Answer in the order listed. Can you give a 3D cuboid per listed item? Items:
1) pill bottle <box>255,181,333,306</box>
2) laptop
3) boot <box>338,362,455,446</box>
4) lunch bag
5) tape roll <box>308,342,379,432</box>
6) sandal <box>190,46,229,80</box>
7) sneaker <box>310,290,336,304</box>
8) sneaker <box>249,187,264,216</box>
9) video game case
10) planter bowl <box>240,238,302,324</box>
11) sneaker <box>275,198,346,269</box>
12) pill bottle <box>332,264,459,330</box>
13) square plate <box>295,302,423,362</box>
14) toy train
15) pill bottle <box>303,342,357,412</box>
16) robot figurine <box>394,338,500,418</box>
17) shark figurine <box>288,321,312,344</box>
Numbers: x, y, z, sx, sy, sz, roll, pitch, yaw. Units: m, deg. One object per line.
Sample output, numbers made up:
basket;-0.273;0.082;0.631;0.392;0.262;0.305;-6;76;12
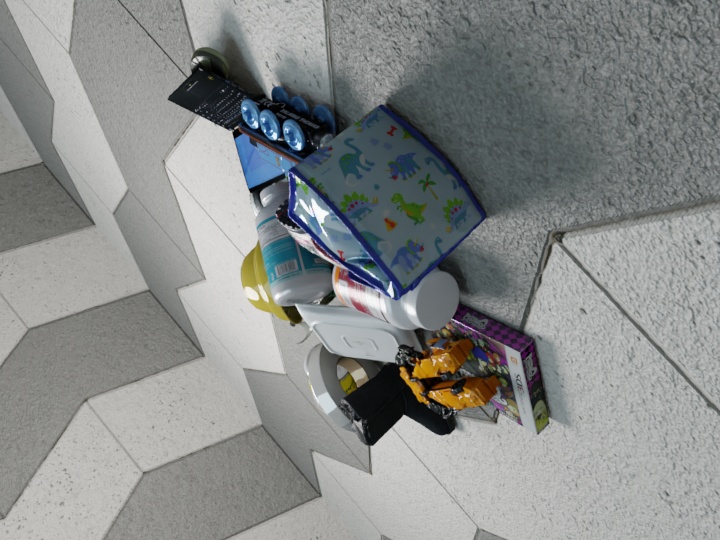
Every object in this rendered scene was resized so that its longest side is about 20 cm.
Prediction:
pill bottle;-0.119;-0.048;1.237;0.111;0.110;0.202;130;127;-67
laptop;-0.226;-0.231;1.208;0.199;0.104;0.177;24;163;-28
boot;0.069;0.281;1.367;0.201;0.168;0.076;54;157;-9
lunch bag;0.033;-0.079;0.891;0.200;0.170;0.128;41;155;18
tape roll;-0.024;0.231;1.452;0.037;0.203;0.204;-34;96;29
sandal;-0.251;-0.329;1.199;0.079;0.058;0.201;18;165;-16
sneaker;-0.069;0.032;1.365;0.200;0.088;0.078;148;106;-76
sneaker;-0.127;-0.088;1.335;0.089;0.070;0.201;-14;110;41
video game case;0.192;0.142;1.096;0.199;0.036;0.183;27;146;45
planter bowl;-0.183;0.017;1.411;0.200;0.083;0.203;-14;-90;-79
sneaker;-0.047;-0.054;1.108;0.199;0.081;0.075;36;166;41
pill bottle;0.053;0.024;1.083;0.199;0.113;0.114;19;142;52
square plate;0.003;0.117;1.253;0.198;0.029;0.199;5;153;19
toy train;-0.107;-0.198;1.067;0.199;0.086;0.115;32;141;38
pill bottle;-0.065;0.264;1.670;0.109;0.109;0.201;36;153;32
robot figurine;0.131;0.167;1.127;0.146;0.058;0.200;55;156;-4
shark figurine;-0.128;0.075;1.582;0.090;0.127;0.215;67;-174;31
